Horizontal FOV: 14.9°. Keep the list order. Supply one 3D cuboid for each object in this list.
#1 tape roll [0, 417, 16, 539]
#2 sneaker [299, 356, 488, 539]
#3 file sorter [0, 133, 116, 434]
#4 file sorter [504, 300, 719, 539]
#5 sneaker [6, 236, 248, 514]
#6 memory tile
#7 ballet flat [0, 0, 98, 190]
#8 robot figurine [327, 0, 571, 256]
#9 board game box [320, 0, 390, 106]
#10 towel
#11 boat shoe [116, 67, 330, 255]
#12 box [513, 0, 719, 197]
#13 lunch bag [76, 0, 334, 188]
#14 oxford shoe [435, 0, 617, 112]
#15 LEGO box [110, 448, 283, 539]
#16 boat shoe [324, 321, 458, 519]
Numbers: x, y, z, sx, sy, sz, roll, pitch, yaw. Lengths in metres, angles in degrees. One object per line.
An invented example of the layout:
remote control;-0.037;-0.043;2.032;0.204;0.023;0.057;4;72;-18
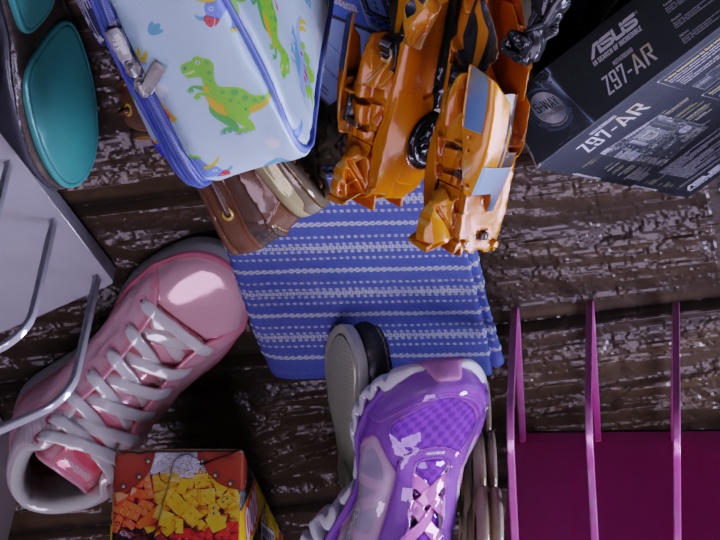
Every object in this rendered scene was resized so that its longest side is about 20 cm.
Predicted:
tape roll;-0.315;0.160;1.670;0.201;0.140;0.204;3;128;4
sneaker;0.028;0.135;1.549;0.080;0.089;0.201;2;134;-22
file sorter;-0.255;-0.010;1.544;0.138;0.125;0.200;-23;122;20
file sorter;0.180;0.096;1.578;0.198;0.139;0.126;-1;124;6
sneaker;-0.137;0.071;1.608;0.075;0.105;0.200;39;120;-20
memory tile;0.070;0.177;1.639;0.017;0.154;0.201;-1;126;-1
ballet flat;-0.191;-0.132;1.487;0.072;0.073;0.201;-3;133;8
robot figurine;0.041;-0.117;1.395;0.058;0.145;0.201;-9;115;-40
board game box;-0.045;-0.183;1.457;0.103;0.020;0.200;-33;118;27
towel;0.000;0.000;1.561;0.144;0.024;0.201;-2;144;10
boat shoe;-0.100;-0.096;1.454;0.067;0.072;0.200;-38;89;13
box;0.195;-0.115;1.416;0.200;0.044;0.160;-38;155;29
lunch bag;-0.071;-0.147;1.349;0.082;0.201;0.161;-15;125;17
oxford shoe;0.072;-0.106;1.458;0.070;0.074;0.201;-2;138;-37
LEGO box;-0.095;0.203;1.624;0.077;0.150;0.200;-1;161;5
boat shoe;0.019;0.096;1.625;0.067;0.072;0.201;-18;138;-7
